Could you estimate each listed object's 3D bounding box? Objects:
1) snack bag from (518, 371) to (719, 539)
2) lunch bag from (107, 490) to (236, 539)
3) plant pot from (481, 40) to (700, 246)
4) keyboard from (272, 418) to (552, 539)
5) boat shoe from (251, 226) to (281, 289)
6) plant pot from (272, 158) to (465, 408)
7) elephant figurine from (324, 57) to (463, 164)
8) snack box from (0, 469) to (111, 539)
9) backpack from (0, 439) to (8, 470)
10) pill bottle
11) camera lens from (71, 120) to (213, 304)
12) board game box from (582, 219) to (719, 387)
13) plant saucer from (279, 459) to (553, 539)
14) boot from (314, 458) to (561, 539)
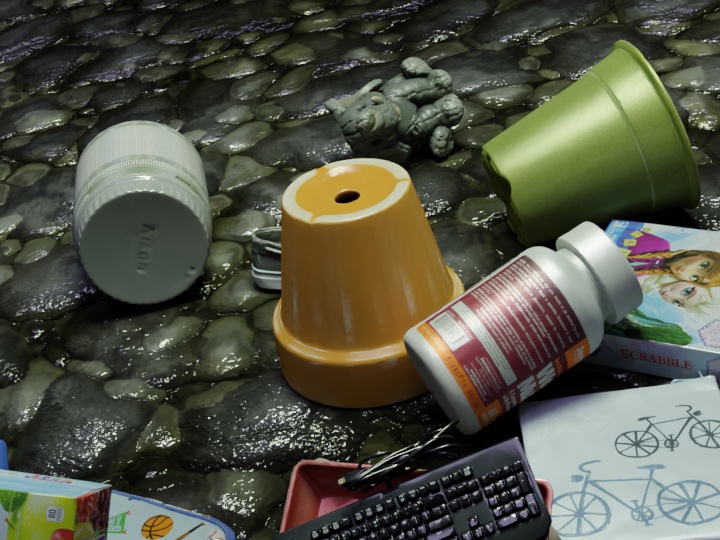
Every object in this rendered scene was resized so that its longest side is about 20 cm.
[{"bbox_3d":[0.224,0.162,0.956,0.187,0.022,0.201,-8,32,4],"label":"snack bag"},{"bbox_3d":[-0.191,0.254,0.898,0.198,0.076,0.160,7,38,30],"label":"lunch bag"},{"bbox_3d":[0.240,-0.119,1.272,0.189,0.201,0.200,-25,31,0],"label":"plant pot"},{"bbox_3d":[0.025,0.169,0.812,0.199,0.040,0.105,-23,57,4],"label":"keyboard"},{"bbox_3d":[-0.030,-0.021,1.288,0.198,0.071,0.072,-5,31,9],"label":"boat shoe"},{"bbox_3d":[0.000,0.000,1.135,0.198,0.185,0.201,-9,31,5],"label":"plant pot"},{"bbox_3d":[0.021,-0.190,1.477,0.199,0.156,0.141,-24,54,-36],"label":"elephant figurine"},{"bbox_3d":[-0.269,0.241,0.803,0.167,0.202,0.068,6,-1,11],"label":"snack box"},{"bbox_3d":[-0.381,0.211,0.921,0.199,0.169,0.162,6,-27,-42],"label":"backpack"},{"bbox_3d":[0.146,0.049,1.037,0.199,0.110,0.110,-33,34,-6],"label":"pill bottle"},{"bbox_3d":[-0.256,-0.072,1.361,0.158,0.161,0.200,-14,31,-4],"label":"camera lens"},{"bbox_3d":[0.306,0.027,1.127,0.198,0.041,0.200,9,37,30],"label":"board game box"},{"bbox_3d":[0.030,0.240,0.813,0.198,0.037,0.202,1,62,19],"label":"plant saucer"},{"bbox_3d":[0.059,0.192,0.906,0.145,0.071,0.200,-27,47,-11],"label":"boot"}]
